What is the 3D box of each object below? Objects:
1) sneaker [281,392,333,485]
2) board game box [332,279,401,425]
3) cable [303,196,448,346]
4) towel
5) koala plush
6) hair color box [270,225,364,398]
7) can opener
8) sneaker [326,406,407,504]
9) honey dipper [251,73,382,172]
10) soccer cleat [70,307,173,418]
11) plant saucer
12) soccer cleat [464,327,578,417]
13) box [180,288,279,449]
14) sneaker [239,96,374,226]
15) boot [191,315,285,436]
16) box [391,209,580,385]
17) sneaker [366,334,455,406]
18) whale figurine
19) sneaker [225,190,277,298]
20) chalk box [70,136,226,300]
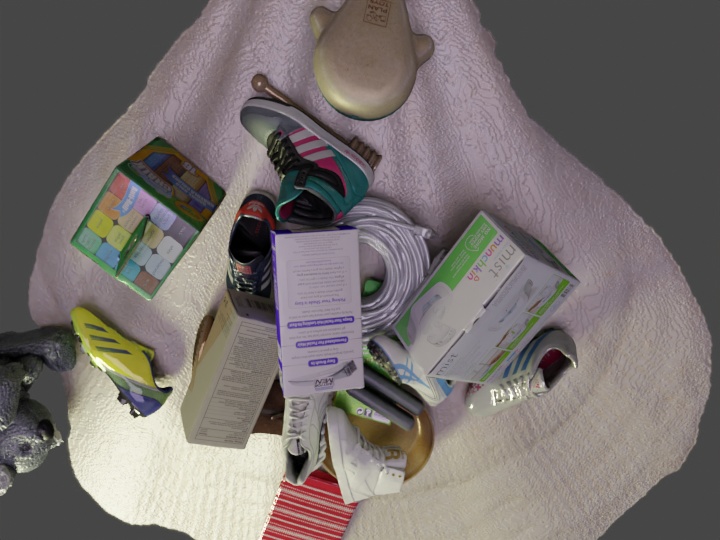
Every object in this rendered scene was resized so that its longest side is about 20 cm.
[{"bbox_3d":[-0.085,0.225,0.926,0.073,0.081,0.207,4,105,14],"label":"sneaker"},{"bbox_3d":[0.027,0.121,0.920,0.093,0.030,0.206,15,100,-2],"label":"board game box"},{"bbox_3d":[0.000,0.000,0.856,0.196,0.069,0.204,28,100,-3],"label":"cable"},{"bbox_3d":[-0.090,0.430,1.074,0.141,0.023,0.204,19,113,-9],"label":"towel"},{"bbox_3d":[-0.524,0.213,0.924,0.178,0.178,0.206,-2,114,14],"label":"koala plush"},{"bbox_3d":[-0.055,0.049,0.786,0.106,0.065,0.207,-4,98,-14],"label":"hair color box"},{"bbox_3d":[0.002,0.166,0.885,0.197,0.067,0.053,33,96,-9],"label":"can opener"},{"bbox_3d":[0.013,0.272,0.937,0.112,0.075,0.204,-10,129,3],"label":"sneaker"},{"bbox_3d":[-0.059,-0.193,0.810,0.197,0.038,0.038,35,109,-10],"label":"honey dipper"},{"bbox_3d":[-0.366,0.131,0.947,0.083,0.064,0.203,-36,105,-16],"label":"soccer cleat"},{"bbox_3d":[0.022,0.261,0.994,0.193,0.036,0.207,0,111,1],"label":"plant saucer"},{"bbox_3d":[0.237,0.165,0.923,0.199,0.087,0.070,-42,106,16],"label":"soccer cleat"},{"bbox_3d":[-0.174,0.140,0.856,0.093,0.078,0.204,17,107,-32],"label":"box"},{"bbox_3d":[-0.088,-0.126,0.780,0.197,0.122,0.084,31,146,-1],"label":"sneaker"},{"bbox_3d":[-0.180,0.168,0.958,0.161,0.073,0.206,4,109,-16],"label":"boot"},{"bbox_3d":[0.169,0.047,0.825,0.174,0.097,0.202,15,118,-46],"label":"box"},{"bbox_3d":[0.074,0.128,0.862,0.073,0.072,0.199,-51,138,-1],"label":"sneaker"},{"bbox_3d":[0.014,-0.285,0.752,0.154,0.104,0.207,11,88,-3],"label":"whale figurine"},{"bbox_3d":[-0.159,-0.004,0.863,0.072,0.085,0.206,7,113,-2],"label":"sneaker"},{"bbox_3d":[-0.269,-0.062,0.779,0.123,0.201,0.125,38,109,-14],"label":"chalk box"}]
